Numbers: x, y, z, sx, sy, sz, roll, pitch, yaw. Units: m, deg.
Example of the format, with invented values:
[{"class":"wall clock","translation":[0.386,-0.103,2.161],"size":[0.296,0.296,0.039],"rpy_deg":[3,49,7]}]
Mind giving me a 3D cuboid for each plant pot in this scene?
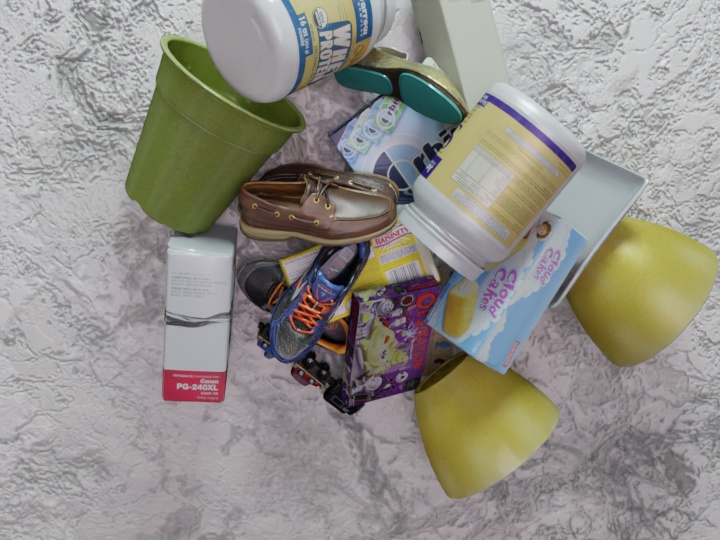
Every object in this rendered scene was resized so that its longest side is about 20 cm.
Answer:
[{"class":"plant pot","translation":[-0.201,-0.156,0.967],"size":[0.199,0.200,0.191],"rpy_deg":[31,110,-13]},{"class":"plant pot","translation":[0.156,0.199,1.089],"size":[0.200,0.200,0.142],"rpy_deg":[-38,91,3]},{"class":"plant pot","translation":[0.356,0.007,1.055],"size":[0.142,0.200,0.201],"rpy_deg":[37,97,-5]}]

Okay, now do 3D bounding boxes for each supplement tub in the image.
[{"class":"supplement tub","translation":[0.153,-0.103,0.924],"size":[0.145,0.146,0.200],"rpy_deg":[37,99,-14]},{"class":"supplement tub","translation":[-0.067,-0.294,0.897],"size":[0.200,0.144,0.146],"rpy_deg":[-36,109,-35]}]

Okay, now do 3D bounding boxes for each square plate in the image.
[{"class":"square plate","translation":[0.258,-0.072,1.036],"size":[0.028,0.200,0.199],"rpy_deg":[28,100,-39]}]

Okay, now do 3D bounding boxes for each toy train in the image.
[{"class":"toy train","translation":[-0.076,0.144,1.119],"size":[0.200,0.034,0.046],"rpy_deg":[41,108,-15]}]

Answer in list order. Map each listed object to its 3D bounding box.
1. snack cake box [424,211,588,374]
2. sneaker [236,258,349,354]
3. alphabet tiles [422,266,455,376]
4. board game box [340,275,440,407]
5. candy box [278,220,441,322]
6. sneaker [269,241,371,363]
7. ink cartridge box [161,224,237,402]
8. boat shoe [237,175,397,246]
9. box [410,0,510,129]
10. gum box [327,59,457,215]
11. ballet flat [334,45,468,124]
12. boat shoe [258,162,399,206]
[{"class":"snack cake box","translation":[0.183,0.015,0.988],"size":[0.067,0.115,0.201],"rpy_deg":[30,93,-35]},{"class":"sneaker","translation":[-0.081,0.050,1.073],"size":[0.199,0.077,0.079],"rpy_deg":[30,100,-11]},{"class":"alphabet tiles","translation":[0.110,0.077,1.138],"size":[0.198,0.008,0.169],"rpy_deg":[4,103,-8]},{"class":"board game box","translation":[0.038,0.100,1.059],"size":[0.119,0.032,0.201],"rpy_deg":[-15,134,-24]},{"class":"candy box","translation":[0.000,0.000,1.034],"size":[0.198,0.026,0.103],"rpy_deg":[-20,91,-7]},{"class":"sneaker","translation":[-0.053,0.027,0.975],"size":[0.075,0.078,0.201],"rpy_deg":[30,87,-6]},{"class":"ink cartridge box","translation":[-0.209,0.050,1.015],"size":[0.082,0.145,0.202],"rpy_deg":[5,107,-8]},{"class":"boat shoe","translation":[-0.054,-0.076,0.940],"size":[0.198,0.072,0.068],"rpy_deg":[1,133,5]},{"class":"box","translation":[0.129,-0.291,0.993],"size":[0.082,0.068,0.202],"rpy_deg":[-16,95,-26]},{"class":"gum box","translation":[0.080,-0.154,1.060],"size":[0.169,0.045,0.201],"rpy_deg":[-37,105,3]},{"class":"ballet flat","translation":[0.058,-0.246,0.978],"size":[0.199,0.071,0.071],"rpy_deg":[24,102,25]},{"class":"boat shoe","translation":[-0.049,-0.100,1.019],"size":[0.198,0.070,0.071],"rpy_deg":[2,115,13]}]
